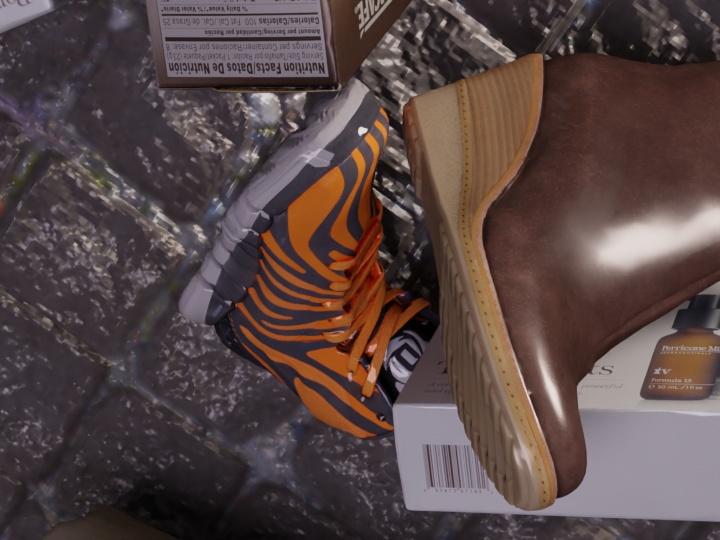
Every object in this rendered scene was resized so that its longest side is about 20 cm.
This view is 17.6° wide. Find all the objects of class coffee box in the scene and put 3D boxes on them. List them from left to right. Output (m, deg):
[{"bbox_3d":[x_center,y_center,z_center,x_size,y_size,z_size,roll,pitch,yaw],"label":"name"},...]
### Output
[{"bbox_3d":[-0.039,-0.181,0.892,0.079,0.114,0.201,1,115,17],"label":"coffee box"}]

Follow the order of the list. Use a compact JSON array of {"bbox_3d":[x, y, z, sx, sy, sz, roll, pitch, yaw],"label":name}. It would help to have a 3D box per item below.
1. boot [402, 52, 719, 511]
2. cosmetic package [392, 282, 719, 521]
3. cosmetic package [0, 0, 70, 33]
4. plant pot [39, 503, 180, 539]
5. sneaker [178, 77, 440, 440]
[{"bbox_3d":[0.110,-0.008,0.860,0.166,0.201,0.073,-6,141,-5],"label":"boot"},{"bbox_3d":[0.128,0.041,0.920,0.199,0.151,0.052,0,112,17],"label":"cosmetic package"},{"bbox_3d":[-0.195,-0.190,0.961,0.101,0.074,0.201,-19,106,23],"label":"cosmetic package"},{"bbox_3d":[-0.080,0.208,1.057,0.183,0.200,0.201,30,120,16],"label":"plant pot"},{"bbox_3d":[0.000,0.000,0.953,0.112,0.078,0.200,39,156,2],"label":"sneaker"}]
